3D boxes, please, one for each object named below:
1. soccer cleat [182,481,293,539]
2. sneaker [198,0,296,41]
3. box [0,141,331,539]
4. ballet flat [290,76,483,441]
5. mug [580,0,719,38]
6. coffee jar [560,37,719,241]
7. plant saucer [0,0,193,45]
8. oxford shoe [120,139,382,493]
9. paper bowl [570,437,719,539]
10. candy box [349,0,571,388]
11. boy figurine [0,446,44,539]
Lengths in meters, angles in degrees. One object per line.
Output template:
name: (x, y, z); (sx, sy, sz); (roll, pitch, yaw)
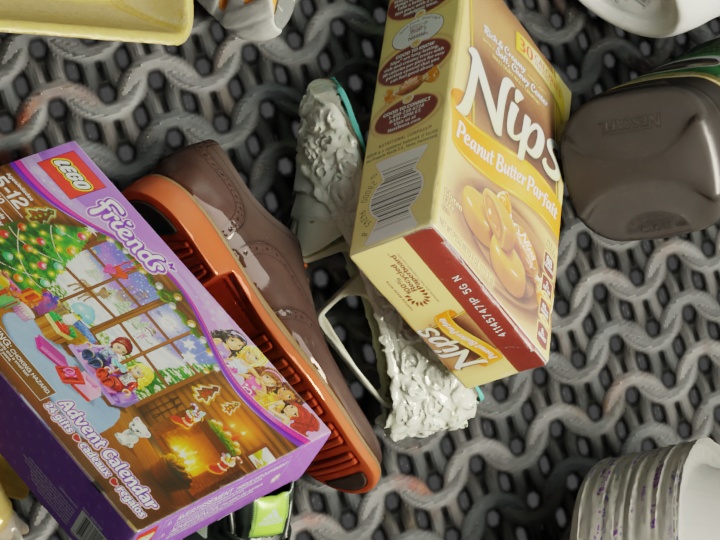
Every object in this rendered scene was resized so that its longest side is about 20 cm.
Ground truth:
soccer cleat: (-0.064, 0.139, 1.269); (0.067, 0.081, 0.201); (-3, 83, -36)
sneaker: (-0.054, -0.219, 1.349); (0.077, 0.078, 0.201); (-1, 82, -43)
box: (-0.126, 0.036, 1.198); (0.200, 0.039, 0.137); (47, 40, 16)
ballet flat: (0.000, 0.000, 1.356); (0.072, 0.072, 0.201); (-28, 96, -36)
mug: (0.199, -0.232, 1.459); (0.147, 0.200, 0.176); (39, 70, -12)
coffee jar: (0.192, -0.077, 1.446); (0.200, 0.104, 0.086); (-27, 105, -57)
plant saucer: (-0.183, -0.210, 1.268); (0.199, 0.048, 0.201); (1, 82, -36)
oxford shoe: (-0.041, 0.023, 1.317); (0.073, 0.071, 0.201); (-44, 107, -38)
paper bowl: (0.194, 0.190, 1.387); (0.201, 0.104, 0.202); (47, 35, -50)
candy box: (0.056, -0.053, 1.355); (0.116, 0.055, 0.201); (49, 36, -36)
boy figurine: (-0.181, 0.080, 1.197); (0.199, 0.065, 0.125); (11, 43, -33)
